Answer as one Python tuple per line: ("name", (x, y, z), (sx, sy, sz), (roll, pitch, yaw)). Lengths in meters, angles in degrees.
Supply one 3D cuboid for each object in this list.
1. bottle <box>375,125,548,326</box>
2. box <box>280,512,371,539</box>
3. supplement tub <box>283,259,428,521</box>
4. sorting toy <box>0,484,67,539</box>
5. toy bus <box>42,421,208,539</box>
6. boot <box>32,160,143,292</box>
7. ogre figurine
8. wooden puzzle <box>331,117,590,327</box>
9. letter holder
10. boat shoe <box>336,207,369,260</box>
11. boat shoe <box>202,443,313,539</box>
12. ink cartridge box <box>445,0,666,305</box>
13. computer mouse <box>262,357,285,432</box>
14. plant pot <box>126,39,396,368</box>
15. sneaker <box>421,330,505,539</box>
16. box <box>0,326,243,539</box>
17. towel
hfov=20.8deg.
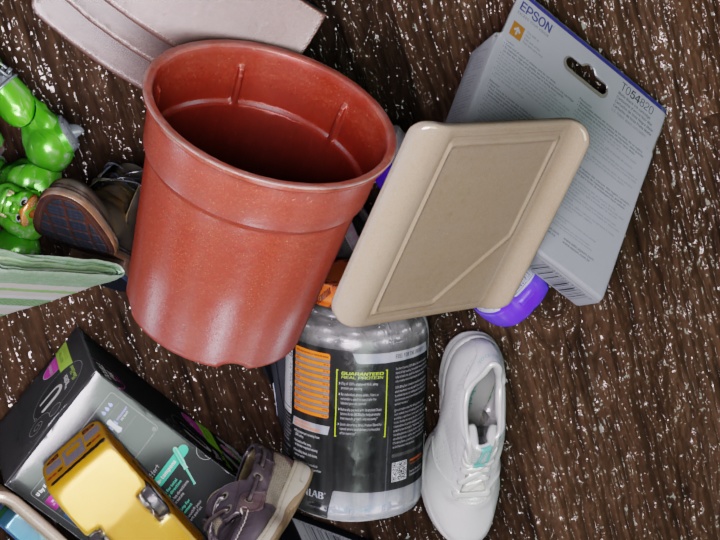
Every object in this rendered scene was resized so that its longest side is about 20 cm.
("bottle", (0.078, -0.039, 1.701), (0.065, 0.083, 0.200), (-46, 109, -8))
("box", (-0.065, 0.330, 1.752), (0.195, 0.117, 0.201), (22, 100, -18))
("supplement tub", (-0.004, 0.099, 1.653), (0.121, 0.123, 0.202), (-1, 105, -13))
("sorting toy", (-0.260, 0.232, 1.642), (0.200, 0.185, 0.037), (40, 78, -21))
("toy bus", (-0.164, 0.218, 1.555), (0.065, 0.078, 0.200), (-41, 110, -4))
("boot", (-0.209, -0.059, 1.576), (0.074, 0.200, 0.098), (15, 73, 9))
("ogre figurine", (-0.301, -0.075, 1.600), (0.119, 0.098, 0.202), (21, 84, 0))
("wooden puzzle", (0.078, -0.043, 1.565), (0.199, 0.037, 0.186), (-3, 127, -44))
("letter holder", (-0.154, -0.208, 1.592), (0.199, 0.101, 0.143), (30, 98, -19))
("boat shoe", (0.000, 0.000, 1.703), (0.067, 0.057, 0.201), (-37, 111, -12))
("boat shoe", (-0.093, 0.198, 1.536), (0.064, 0.200, 0.072), (31, 117, 1))
("ink cartridge box", (0.162, -0.105, 1.694), (0.199, 0.040, 0.201), (35, 65, -26))
("computer mouse", (-0.011, 0.117, 1.742), (0.139, 0.046, 0.202), (-13, 107, -8))
("plant pot", (-0.094, -0.043, 1.530), (0.199, 0.202, 0.196), (9, 124, -15))
("sneaker", (0.100, 0.161, 1.759), (0.074, 0.089, 0.202), (-2, 106, -14))
("box", (-0.195, 0.169, 1.657), (0.200, 0.149, 0.125), (39, 90, -19))
("towel", (-0.311, 0.017, 1.554), (0.199, 0.152, 0.024), (-17, 78, 31))
